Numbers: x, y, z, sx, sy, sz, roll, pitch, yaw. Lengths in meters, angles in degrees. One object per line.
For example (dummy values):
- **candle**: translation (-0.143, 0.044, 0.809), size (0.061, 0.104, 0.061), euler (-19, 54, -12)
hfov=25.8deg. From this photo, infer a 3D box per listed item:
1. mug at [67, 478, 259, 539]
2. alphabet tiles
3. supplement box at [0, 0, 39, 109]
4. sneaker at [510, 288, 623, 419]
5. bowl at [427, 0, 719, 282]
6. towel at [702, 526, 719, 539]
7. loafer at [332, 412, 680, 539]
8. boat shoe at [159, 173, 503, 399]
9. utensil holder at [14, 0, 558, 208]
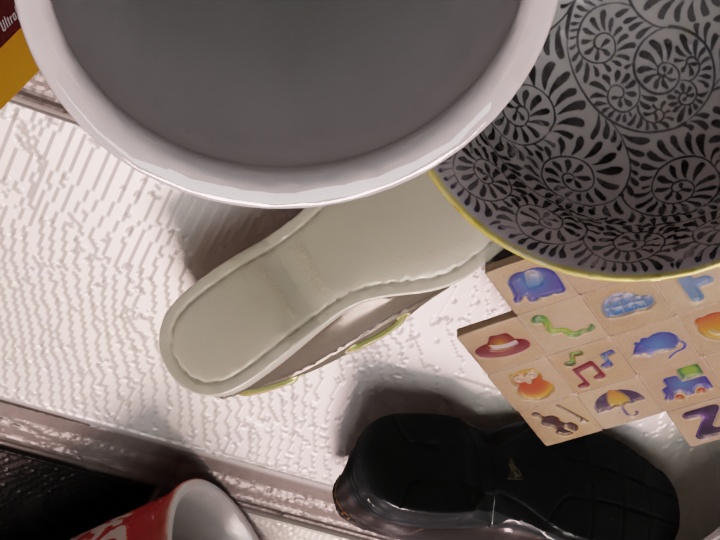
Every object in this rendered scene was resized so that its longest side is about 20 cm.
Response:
- **mug**: translation (-0.146, 0.227, 0.875), size (0.198, 0.134, 0.178), euler (-22, 126, 15)
- **alphabet tiles**: translation (0.154, 0.029, 0.740), size (0.198, 0.008, 0.167), euler (-19, 133, 25)
- **supplement box**: translation (-0.229, -0.140, 0.518), size (0.195, 0.133, 0.201), euler (10, 135, 29)
- **sneaker**: translation (0.166, 0.032, 0.800), size (0.198, 0.076, 0.116), euler (11, 134, -6)
- **bowl**: translation (0.119, -0.095, 0.650), size (0.198, 0.094, 0.203), euler (0, 89, 17)
- **towel**: translation (0.208, 0.170, 0.905), size (0.199, 0.031, 0.149), euler (-33, 154, 16)
- **loafer**: translation (0.080, 0.123, 0.865), size (0.198, 0.074, 0.072), euler (13, 150, -17)
- **boat shoe**: translation (-0.001, -0.003, 0.752), size (0.200, 0.073, 0.060), euler (-30, 167, 2)
- **utensil holder**: translation (-0.030, -0.149, 0.543), size (0.168, 0.201, 0.171), euler (-4, 129, -5)
